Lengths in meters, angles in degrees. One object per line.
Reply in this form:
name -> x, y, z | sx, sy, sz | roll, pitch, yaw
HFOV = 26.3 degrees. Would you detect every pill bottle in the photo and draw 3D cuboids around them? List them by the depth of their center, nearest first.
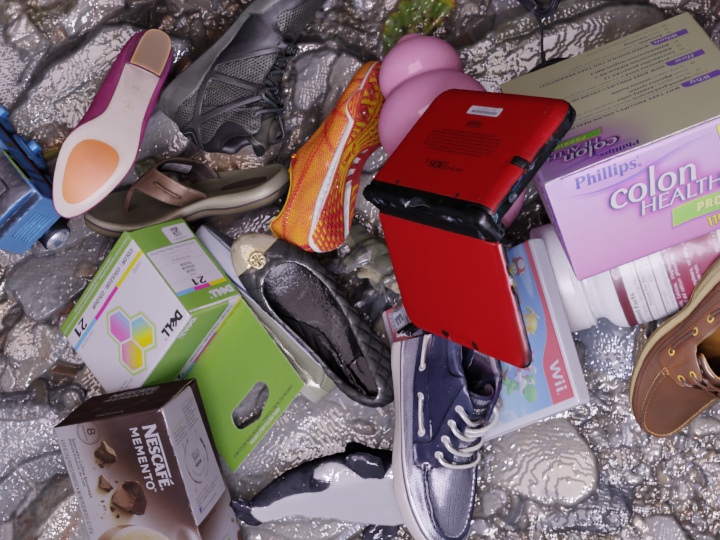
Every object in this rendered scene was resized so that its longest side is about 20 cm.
pill bottle -> 0.253, -0.017, 1.309 | 0.199, 0.114, 0.115 | -16, 78, 12

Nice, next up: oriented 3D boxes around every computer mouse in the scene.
computer mouse -> 0.170, -0.198, 1.407 | 0.058, 0.034, 0.201 | -16, 72, 31

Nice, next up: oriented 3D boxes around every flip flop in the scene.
flip flop -> -0.165, -0.079, 1.442 | 0.199, 0.081, 0.058 | -10, 121, 11

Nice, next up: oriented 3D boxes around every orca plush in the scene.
orca plush -> -0.012, 0.192, 1.391 | 0.199, 0.071, 0.105 | -20, 122, 21

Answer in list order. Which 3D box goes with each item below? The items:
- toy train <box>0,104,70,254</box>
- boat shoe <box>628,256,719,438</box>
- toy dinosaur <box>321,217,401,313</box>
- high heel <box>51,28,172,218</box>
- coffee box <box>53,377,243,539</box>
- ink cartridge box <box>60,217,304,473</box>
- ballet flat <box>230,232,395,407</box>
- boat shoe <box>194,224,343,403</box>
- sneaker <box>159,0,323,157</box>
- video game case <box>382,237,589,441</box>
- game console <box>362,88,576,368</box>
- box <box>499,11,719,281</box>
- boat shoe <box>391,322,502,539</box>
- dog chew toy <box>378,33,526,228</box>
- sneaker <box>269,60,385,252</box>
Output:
toy train -> -0.357, -0.101, 1.486 | 0.087, 0.114, 0.200 | -42, 74, 5
boat shoe -> 0.283, 0.071, 1.266 | 0.072, 0.068, 0.200 | 16, 128, -15
toy dinosaur -> 0.000, 0.000, 1.400 | 0.088, 0.047, 0.200 | -54, 51, 10
high heel -> -0.239, -0.140, 1.468 | 0.067, 0.096, 0.201 | 23, 86, -12
coffee box -> -0.181, 0.208, 1.369 | 0.113, 0.080, 0.201 | -11, 102, 20
ink cartridge box -> -0.163, 0.076, 1.396 | 0.200, 0.076, 0.148 | 51, 127, 17
ballet flat -> -0.038, 0.039, 1.349 | 0.200, 0.057, 0.066 | 44, 94, 7
boat shoe -> -0.090, 0.039, 1.417 | 0.200, 0.072, 0.062 | 43, 98, 15
sneaker -> -0.087, -0.184, 1.448 | 0.199, 0.076, 0.114 | -44, 75, 8
video game case -> 0.103, 0.072, 1.329 | 0.200, 0.017, 0.144 | -28, 72, 46
game console -> 0.098, -0.040, 1.214 | 0.119, 0.200, 0.173 | 42, 80, -26
box -> 0.225, -0.106, 1.258 | 0.175, 0.200, 0.097 | -21, 119, 5
boat shoe -> 0.077, 0.138, 1.291 | 0.093, 0.074, 0.201 | -17, 80, 56
dog chew toy -> 0.072, -0.122, 1.376 | 0.124, 0.125, 0.201 | -21, 69, 11
sneaker -> -0.027, -0.111, 1.408 | 0.077, 0.073, 0.201 | 10, 64, 34
